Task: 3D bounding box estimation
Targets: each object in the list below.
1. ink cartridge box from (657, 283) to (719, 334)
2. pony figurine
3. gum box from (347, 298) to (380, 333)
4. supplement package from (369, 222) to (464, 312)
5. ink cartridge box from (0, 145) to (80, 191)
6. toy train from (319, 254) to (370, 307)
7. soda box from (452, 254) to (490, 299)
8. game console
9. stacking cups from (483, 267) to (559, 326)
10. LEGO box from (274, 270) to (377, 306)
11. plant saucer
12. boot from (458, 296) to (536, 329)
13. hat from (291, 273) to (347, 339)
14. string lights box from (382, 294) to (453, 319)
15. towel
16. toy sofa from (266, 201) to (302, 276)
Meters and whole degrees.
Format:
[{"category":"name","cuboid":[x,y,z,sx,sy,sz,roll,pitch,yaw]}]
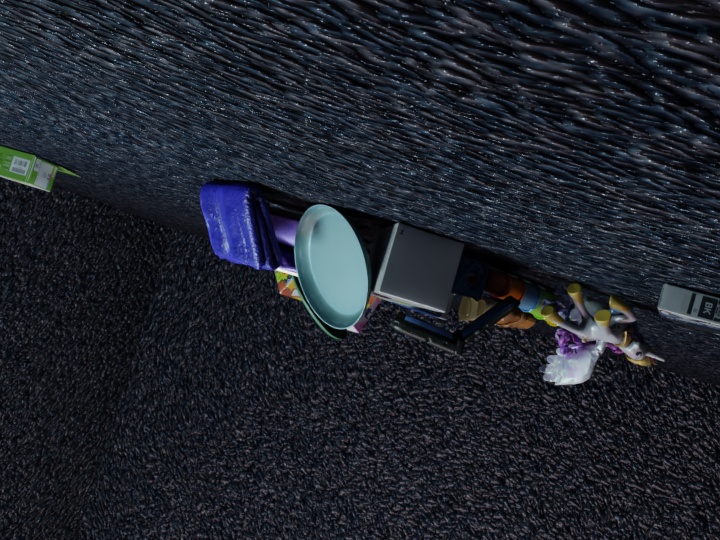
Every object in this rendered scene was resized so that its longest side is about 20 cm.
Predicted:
[{"category":"ink cartridge box","cuboid":[0.475,0.065,1.121,0.198,0.040,0.099,15,176,24]},{"category":"pony figurine","cuboid":[0.376,0.099,1.465,0.192,0.168,0.200,3,153,44]},{"category":"gum box","cuboid":[-0.036,0.037,1.999,0.066,0.114,0.200,13,149,45]},{"category":"supplement package","cuboid":[0.077,-0.003,1.430,0.113,0.111,0.200,17,177,-7]},{"category":"ink cartridge box","cuboid":[-0.860,-0.257,2.376,0.147,0.076,0.200,16,175,21]},{"category":"toy train","cuboid":[0.000,0.000,1.556,0.034,0.200,0.046,11,134,46]},{"category":"soda box","cuboid":[0.138,0.001,1.595,0.067,0.065,0.199,19,176,-30]},{"category":"game console","cuboid":[0.153,0.067,1.474,0.174,0.117,0.200,22,-178,5]},{"category":"stacking cups","cuboid":[0.287,0.041,1.607,0.199,0.061,0.060,24,174,-31]},{"category":"LEGO box","cuboid":[-0.078,-0.006,1.800,0.199,0.077,0.150,20,-142,-39]},{"category":"plant saucer","cuboid":[-0.040,-0.007,1.436,0.027,0.202,0.199,-14,-164,-35]},{"category":"boot","cuboid":[0.353,0.108,2.347,0.154,0.077,0.200,14,171,-18]},{"category":"hat","cuboid":[-0.008,0.002,1.615,0.166,0.175,0.200,51,-166,-24]},{"category":"string lights box","cuboid":[0.111,0.026,1.810,0.059,0.104,0.199,15,176,41]},{"category":"towel","cuboid":[-0.207,-0.074,1.504,0.049,0.149,0.199,-25,-162,-27]},{"category":"toy sofa","cuboid":[-0.116,-0.050,1.579,0.198,0.084,0.097,16,-149,28]}]
